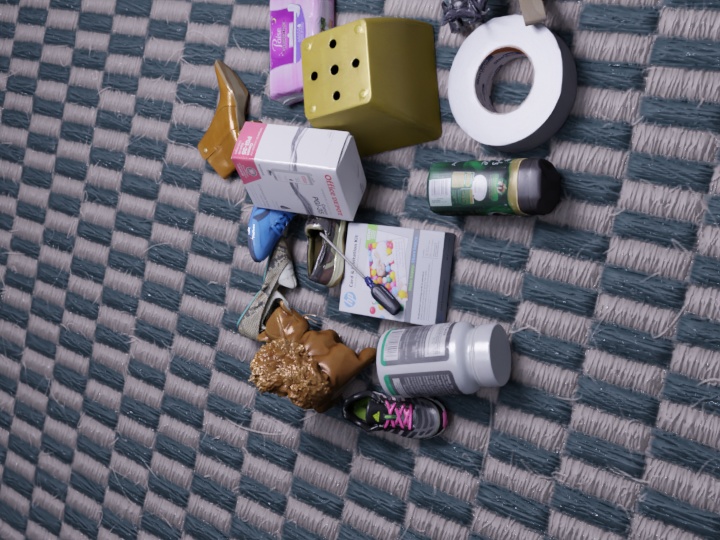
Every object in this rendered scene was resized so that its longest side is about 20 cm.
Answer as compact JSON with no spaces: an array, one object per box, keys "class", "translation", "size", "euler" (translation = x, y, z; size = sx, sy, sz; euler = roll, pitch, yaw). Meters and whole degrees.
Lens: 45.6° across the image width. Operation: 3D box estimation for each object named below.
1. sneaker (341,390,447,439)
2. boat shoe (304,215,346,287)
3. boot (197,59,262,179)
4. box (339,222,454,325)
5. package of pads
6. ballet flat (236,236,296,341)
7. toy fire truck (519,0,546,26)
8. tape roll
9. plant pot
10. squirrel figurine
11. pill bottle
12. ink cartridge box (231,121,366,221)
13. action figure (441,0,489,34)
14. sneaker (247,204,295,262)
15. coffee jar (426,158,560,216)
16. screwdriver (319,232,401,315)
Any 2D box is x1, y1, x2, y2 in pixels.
[{"class":"sneaker","translation":[0.049,0.243,1.437],"size":[0.196,0.087,0.076],"euler":[5,90,34]},{"class":"boat shoe","translation":[-0.066,-0.073,1.527],"size":[0.073,0.064,0.205],"euler":[-27,60,46]},{"class":"boot","translation":[-0.277,-0.297,1.695],"size":[0.143,0.070,0.204],"euler":[-36,74,24]},{"class":"box","translation":[0.060,0.004,1.471],"size":[0.196,0.041,0.160],"euler":[8,92,35]},{"class":"package of pads","translation":[-0.109,-0.416,1.586],"size":[0.118,0.075,0.206],"euler":[-3,86,32]},{"class":"ballet flat","translation":[-0.162,0.040,1.607],"size":[0.074,0.068,0.203],"euler":[27,97,11]},{"class":"toy fire truck","translation":[0.289,-0.481,1.304],"size":[0.173,0.128,0.205],"euler":[-12,92,32]},{"class":"tape roll","translation":[0.238,-0.293,1.351],"size":[0.196,0.066,0.206],"euler":[-1,88,34]},{"class":"plant pot","translation":[0.004,-0.318,1.445],"size":[0.196,0.175,0.205],"euler":[-8,83,33]},{"class":"squirrel figurine","translation":[-0.104,0.144,1.478],"size":[0.187,0.199,0.142],"euler":[47,119,13]},{"class":"pill bottle","translation":[0.133,0.142,1.368],"size":[0.196,0.112,0.116],"euler":[-8,83,30]},{"class":"ink cartridge box","translation":[-0.103,-0.171,1.472],"size":[0.195,0.148,0.084],"euler":[9,60,19]},{"class":"action figure","translation":[0.173,-0.450,1.382],"size":[0.118,0.101,0.203],"euler":[-35,51,22]},{"class":"sneaker","translation":[-0.150,-0.108,1.571],"size":[0.077,0.066,0.204],"euler":[4,63,21]},{"class":"coffee jar","translation":[0.208,-0.129,1.340],"size":[0.196,0.103,0.088],"euler":[2,91,33]},{"class":"screwdriver","translation":[0.000,0.000,1.462],"size":[0.029,0.028,0.201],"euler":[-33,69,-20]}]
